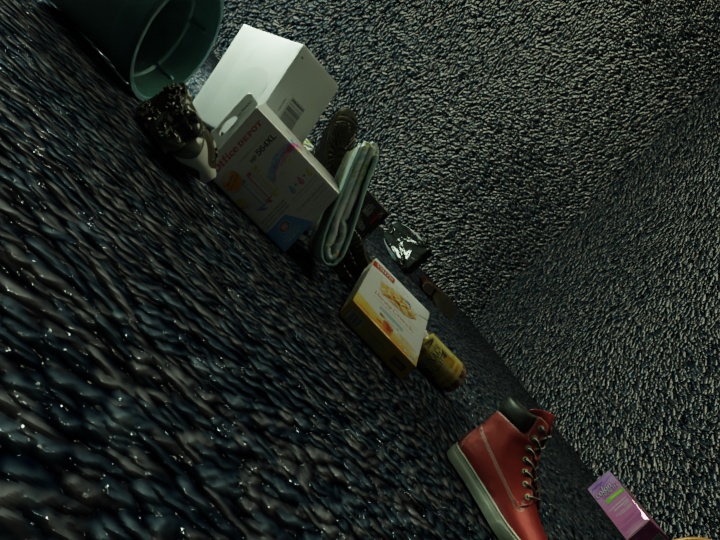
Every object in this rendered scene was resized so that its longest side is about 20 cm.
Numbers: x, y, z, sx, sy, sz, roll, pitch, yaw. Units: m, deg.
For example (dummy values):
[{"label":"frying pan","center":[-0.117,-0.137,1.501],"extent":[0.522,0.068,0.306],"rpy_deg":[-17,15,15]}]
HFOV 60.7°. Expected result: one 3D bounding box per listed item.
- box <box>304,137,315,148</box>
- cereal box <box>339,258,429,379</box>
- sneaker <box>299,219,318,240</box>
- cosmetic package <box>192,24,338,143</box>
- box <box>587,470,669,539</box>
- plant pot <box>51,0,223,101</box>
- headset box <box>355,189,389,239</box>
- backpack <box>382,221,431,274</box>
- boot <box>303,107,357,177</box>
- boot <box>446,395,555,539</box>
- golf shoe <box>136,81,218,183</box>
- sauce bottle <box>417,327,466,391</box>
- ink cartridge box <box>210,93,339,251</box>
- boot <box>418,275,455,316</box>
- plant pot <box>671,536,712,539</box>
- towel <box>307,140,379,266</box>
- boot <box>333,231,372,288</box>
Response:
[{"label":"box","center":[-0.144,-0.216,1.269],"extent":[0.059,0.118,0.201],"rpy_deg":[-1,44,-49]},{"label":"cereal box","center":[0.046,0.072,1.018],"extent":[0.144,0.039,0.201],"rpy_deg":[45,23,-7]},{"label":"sneaker","center":[-0.144,-0.143,1.080],"extent":[0.199,0.080,0.077],"rpy_deg":[40,11,-35]},{"label":"cosmetic package","center":[-0.181,-0.312,1.126],"extent":[0.199,0.202,0.123],"rpy_deg":[33,-2,38]},{"label":"box","center":[0.851,0.775,1.959],"extent":[0.176,0.097,0.201],"rpy_deg":[42,8,-32]},{"label":"plant pot","center":[-0.338,-0.395,0.909],"extent":[0.195,0.202,0.200],"rpy_deg":[39,7,3]},{"label":"headset box","center":[-0.053,-0.148,1.370],"extent":[0.200,0.149,0.077],"rpy_deg":[46,7,3]},{"label":"backpack","center":[0.180,-0.095,2.528],"extent":[0.200,0.166,0.127],"rpy_deg":[47,-13,27]},{"label":"boot","center":[-0.109,-0.233,1.168],"extent":[0.198,0.186,0.072],"rpy_deg":[26,9,40]},{"label":"boot","center":[0.213,0.260,0.768],"extent":[0.072,0.144,0.201],"rpy_deg":[39,11,-48]},{"label":"golf shoe","center":[-0.240,-0.181,0.819],"extent":[0.201,0.077,0.095],"rpy_deg":[58,-4,49]},{"label":"sauce bottle","center":[0.115,0.143,1.150],"extent":[0.199,0.066,0.066],"rpy_deg":[43,8,-16]},{"label":"ink cartridge box","center":[-0.145,-0.156,0.954],"extent":[0.200,0.128,0.126],"rpy_deg":[44,9,-16]},{"label":"boot","center":[0.322,0.103,2.614],"extent":[0.187,0.064,0.200],"rpy_deg":[49,2,-5]},{"label":"plant pot","center":[0.649,0.643,1.188],"extent":[0.143,0.197,0.200],"rpy_deg":[63,6,-4]},{"label":"towel","center":[-0.029,-0.108,1.017],"extent":[0.047,0.204,0.171],"rpy_deg":[22,1,-10]},{"label":"boot","center":[0.000,0.000,1.242],"extent":[0.203,0.076,0.138],"rpy_deg":[63,7,15]}]
